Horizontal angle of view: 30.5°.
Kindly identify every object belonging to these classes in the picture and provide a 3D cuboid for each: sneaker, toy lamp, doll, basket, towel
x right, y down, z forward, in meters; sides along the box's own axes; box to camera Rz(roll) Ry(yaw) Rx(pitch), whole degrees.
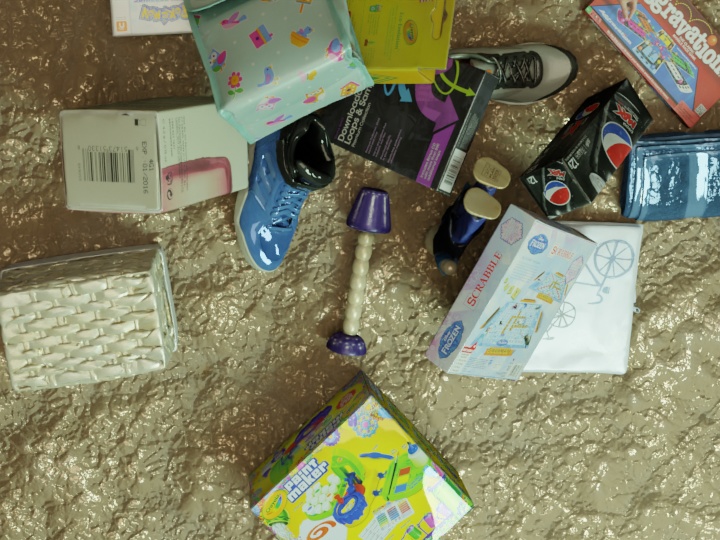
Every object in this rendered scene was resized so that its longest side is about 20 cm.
[{"bbox_3d":[0.164,-0.232,1.570,0.197,0.079,0.075,-4,99,-7],"label":"sneaker"},{"bbox_3d":[0.000,0.000,1.607,0.057,0.058,0.203,10,102,-7],"label":"toy lamp"},{"bbox_3d":[0.121,-0.062,1.537,0.048,0.200,0.138,22,67,-5],"label":"doll"},{"bbox_3d":[-0.085,-0.092,1.546,0.076,0.111,0.203,2,98,-41],"label":"sneaker"},{"bbox_3d":[-0.320,0.056,1.548,0.197,0.123,0.137,-9,102,-5],"label":"basket"},{"bbox_3d":[0.420,-0.116,1.622,0.197,0.049,0.113,-5,117,-6],"label":"towel"}]

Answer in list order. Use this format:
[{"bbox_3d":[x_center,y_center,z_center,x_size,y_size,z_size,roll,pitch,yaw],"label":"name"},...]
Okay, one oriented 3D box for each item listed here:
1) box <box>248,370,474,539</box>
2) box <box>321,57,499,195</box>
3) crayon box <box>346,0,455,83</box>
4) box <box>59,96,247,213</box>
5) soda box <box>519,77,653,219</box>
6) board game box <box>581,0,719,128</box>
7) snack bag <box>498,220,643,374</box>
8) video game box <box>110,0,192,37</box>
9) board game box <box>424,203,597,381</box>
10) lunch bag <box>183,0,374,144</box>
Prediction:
[{"bbox_3d":[-0.002,0.270,1.620,0.200,0.122,0.193,-42,102,3],"label":"box"},{"bbox_3d":[0.049,-0.187,1.521,0.036,0.199,0.144,15,99,-52],"label":"box"},{"bbox_3d":[0.022,-0.279,1.496,0.198,0.051,0.129,5,82,27],"label":"crayon box"},{"bbox_3d":[-0.225,-0.132,1.470,0.126,0.200,0.110,3,102,23],"label":"box"},{"bbox_3d":[0.267,-0.144,1.542,0.064,0.070,0.200,54,47,-13],"label":"soda box"},{"bbox_3d":[0.373,-0.282,1.613,0.103,0.019,0.200,-45,101,2],"label":"board game box"},{"bbox_3d":[0.258,0.037,1.657,0.186,0.021,0.203,0,103,-5],"label":"snack bag"},{"bbox_3d":[-0.196,-0.367,1.526,0.197,0.047,0.185,-4,103,-5],"label":"video game box"},{"bbox_3d":[0.180,0.031,1.549,0.041,0.199,0.201,35,100,29],"label":"board game box"},{"bbox_3d":[-0.097,-0.272,1.452,0.169,0.122,0.202,-23,70,11],"label":"lunch bag"}]
